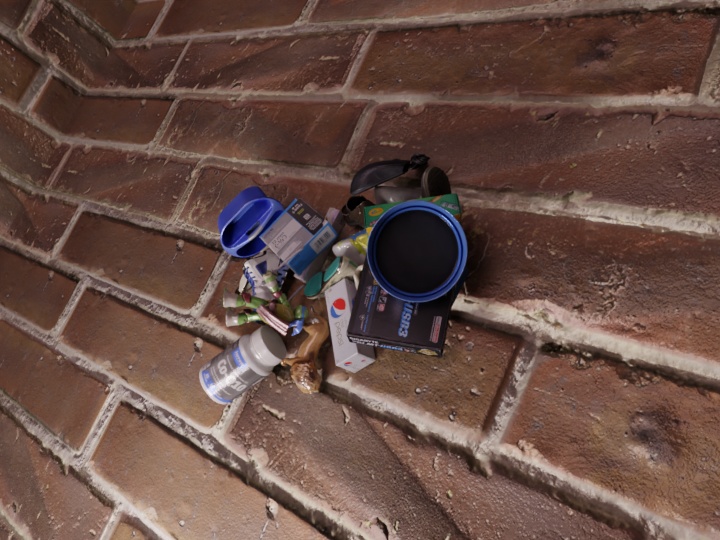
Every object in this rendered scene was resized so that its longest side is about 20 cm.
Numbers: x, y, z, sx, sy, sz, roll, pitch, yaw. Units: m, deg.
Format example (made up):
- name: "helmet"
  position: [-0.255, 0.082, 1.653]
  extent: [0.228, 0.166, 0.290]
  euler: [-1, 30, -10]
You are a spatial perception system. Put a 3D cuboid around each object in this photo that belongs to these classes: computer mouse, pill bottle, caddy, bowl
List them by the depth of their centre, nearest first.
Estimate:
- name: "bowl"
  position: [0.113, -0.038, 1.388]
  extent: [0.199, 0.039, 0.202]
  euler: [0, 89, 5]
- name: "computer mouse"
  position: [0.060, -0.237, 1.627]
  extent: [0.199, 0.053, 0.139]
  euler: [-24, 5, 2]
- name: "pill bottle"
  position: [-0.282, 0.226, 1.678]
  extent: [0.200, 0.114, 0.114]
  euler: [-36, 48, 17]
- name: "caddy"
  position: [-0.293, -0.126, 1.873]
  extent: [0.200, 0.141, 0.105]
  euler: [-43, 43, 12]

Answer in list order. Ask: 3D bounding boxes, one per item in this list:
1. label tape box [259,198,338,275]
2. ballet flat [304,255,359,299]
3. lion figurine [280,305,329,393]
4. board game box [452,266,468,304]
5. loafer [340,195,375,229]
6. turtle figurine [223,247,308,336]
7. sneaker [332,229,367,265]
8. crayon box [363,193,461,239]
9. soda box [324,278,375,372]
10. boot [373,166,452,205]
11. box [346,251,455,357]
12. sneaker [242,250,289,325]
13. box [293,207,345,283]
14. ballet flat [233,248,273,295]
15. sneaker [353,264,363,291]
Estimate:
- name: "label tape box"
  position: [-0.170, -0.100, 1.737]
  extent: [0.143, 0.066, 0.200]
  euler: [-46, 52, -4]
- name: "ballet flat"
  position: [-0.068, 0.027, 1.651]
  extent: [0.200, 0.062, 0.068]
  euler: [-35, 39, 53]
- name: "lion figurine"
  position: [-0.114, 0.178, 1.594]
  extent: [0.122, 0.072, 0.202]
  euler: [1, 73, 55]
- name: "board game box"
  position: [0.137, 0.033, 1.492]
  extent: [0.157, 0.039, 0.201]
  euler: [22, 67, 20]
- name: "loafer"
  position: [-0.001, -0.151, 1.660]
  extent: [0.073, 0.072, 0.200]
  euler: [-37, 19, -12]
- name: "turtle figurine"
  position: [-0.220, 0.063, 1.639]
  extent: [0.192, 0.144, 0.202]
  euler: [-2, 76, -4]
- name: "sneaker"
  position: [0.028, -0.073, 1.644]
  extent: [0.199, 0.076, 0.105]
  euler: [-3, 46, 38]
- name: "crayon box"
  position: [0.113, -0.092, 1.472]
  extent: [0.198, 0.119, 0.059]
  euler: [-8, 56, 5]
- name: "soda box"
  position: [-0.025, 0.122, 1.562]
  extent: [0.068, 0.063, 0.201]
  euler: [-33, 49, 28]
- name: "boot"
  position: [0.112, -0.172, 1.554]
  extent: [0.199, 0.182, 0.073]
  euler: [23, 61, 41]
- name: "box"
  position: [0.089, 0.066, 1.431]
  extent: [0.197, 0.050, 0.201]
  euler: [8, 64, 15]
- name: "sneaker"
  position: [-0.254, 0.033, 1.756]
  extent: [0.081, 0.114, 0.201]
  euler: [118, 171, -66]
- name: "box"
  position: [-0.099, -0.062, 1.748]
  extent: [0.039, 0.041, 0.201]
  euler: [20, 80, 43]
- name: "ballet flat"
  position: [-0.264, 0.001, 1.827]
  extent: [0.068, 0.067, 0.201]
  euler: [27, 84, 44]
- name: "sneaker"
  position: [0.040, 0.059, 1.532]
  extent: [0.081, 0.088, 0.200]
  euler: [-49, 46, 5]
